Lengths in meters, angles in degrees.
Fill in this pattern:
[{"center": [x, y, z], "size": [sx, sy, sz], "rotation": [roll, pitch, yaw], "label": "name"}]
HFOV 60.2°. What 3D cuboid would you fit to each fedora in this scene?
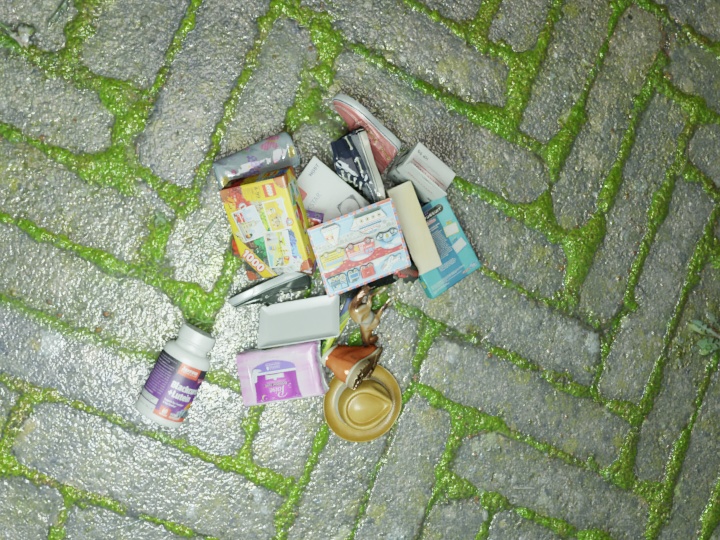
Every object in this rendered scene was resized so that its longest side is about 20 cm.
[{"center": [0.011, 0.316, 1.458], "size": [0.194, 0.082, 0.208], "rotation": [0, 92, -13], "label": "fedora"}]

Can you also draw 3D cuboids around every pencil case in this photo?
[{"center": [-0.234, -0.236, 1.389], "size": [0.196, 0.084, 0.092], "rotation": [-28, 59, -13], "label": "pencil case"}]

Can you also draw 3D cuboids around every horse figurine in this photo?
[{"center": [0.021, 0.090, 1.430], "size": [0.133, 0.200, 0.050], "rotation": [-47, 57, -5], "label": "horse figurine"}]

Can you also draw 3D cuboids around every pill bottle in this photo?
[{"center": [-0.395, 0.224, 1.349], "size": [0.109, 0.111, 0.205], "rotation": [27, 85, -12], "label": "pill bottle"}]

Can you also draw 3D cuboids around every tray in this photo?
[{"center": [-0.137, 0.117, 1.399], "size": [0.193, 0.022, 0.110], "rotation": [-10, 58, 12], "label": "tray"}]

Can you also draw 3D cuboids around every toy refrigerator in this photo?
[{"center": [0.118, -0.098, 1.433], "size": [0.068, 0.076, 0.206], "rotation": [-22, 95, -10], "label": "toy refrigerator"}]

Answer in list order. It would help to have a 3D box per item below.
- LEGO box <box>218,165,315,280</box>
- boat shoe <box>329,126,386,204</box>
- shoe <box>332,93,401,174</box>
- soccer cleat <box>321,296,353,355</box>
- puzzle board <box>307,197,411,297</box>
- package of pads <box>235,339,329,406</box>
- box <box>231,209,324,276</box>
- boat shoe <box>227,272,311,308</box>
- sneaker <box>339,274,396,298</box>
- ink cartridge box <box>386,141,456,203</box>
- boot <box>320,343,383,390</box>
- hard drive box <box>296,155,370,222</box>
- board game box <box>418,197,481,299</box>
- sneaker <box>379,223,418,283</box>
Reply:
[{"center": [-0.189, -0.097, 1.298], "size": [0.144, 0.078, 0.206], "rotation": [-10, 114, 14], "label": "LEGO box"}, {"center": [-0.006, -0.212, 1.399], "size": [0.090, 0.075, 0.206], "rotation": [-18, 89, -5], "label": "boat shoe"}, {"center": [0.000, -0.316, 1.451], "size": [0.198, 0.071, 0.092], "rotation": [38, 80, -14], "label": "shoe"}, {"center": [-0.065, 0.141, 1.450], "size": [0.083, 0.064, 0.205], "rotation": [18, 99, -52], "label": "soccer cleat"}, {"center": [-0.001, -0.048, 1.320], "size": [0.194, 0.017, 0.155], "rotation": [-20, 102, -9], "label": "puzzle board"}, {"center": [-0.173, 0.229, 1.390], "size": [0.193, 0.076, 0.125], "rotation": [-10, 93, 10], "label": "package of pads"}, {"center": [-0.185, -0.078, 1.374], "size": [0.193, 0.039, 0.141], "rotation": [13, 118, 3], "label": "box"}, {"center": [-0.203, 0.049, 1.414], "size": [0.195, 0.068, 0.058], "rotation": [-23, 96, -14], "label": "boat shoe"}, {"center": [0.000, 0.000, 1.438], "size": [0.195, 0.088, 0.077], "rotation": [-12, 136, -34], "label": "sneaker"}, {"center": [0.142, -0.222, 1.420], "size": [0.115, 0.200, 0.069], "rotation": [37, 84, -11], "label": "ink cartridge box"}, {"center": [-0.015, 0.196, 1.406], "size": [0.105, 0.199, 0.077], "rotation": [27, 103, 18], "label": "boot"}, {"center": [-0.080, -0.134, 1.434], "size": [0.198, 0.077, 0.158], "rotation": [37, 83, -11], "label": "hard drive box"}, {"center": [0.183, -0.059, 1.510], "size": [0.149, 0.047, 0.204], "rotation": [-31, 97, -10], "label": "board game box"}, {"center": [0.066, -0.061, 1.374], "size": [0.200, 0.071, 0.098], "rotation": [43, 109, -2], "label": "sneaker"}]
